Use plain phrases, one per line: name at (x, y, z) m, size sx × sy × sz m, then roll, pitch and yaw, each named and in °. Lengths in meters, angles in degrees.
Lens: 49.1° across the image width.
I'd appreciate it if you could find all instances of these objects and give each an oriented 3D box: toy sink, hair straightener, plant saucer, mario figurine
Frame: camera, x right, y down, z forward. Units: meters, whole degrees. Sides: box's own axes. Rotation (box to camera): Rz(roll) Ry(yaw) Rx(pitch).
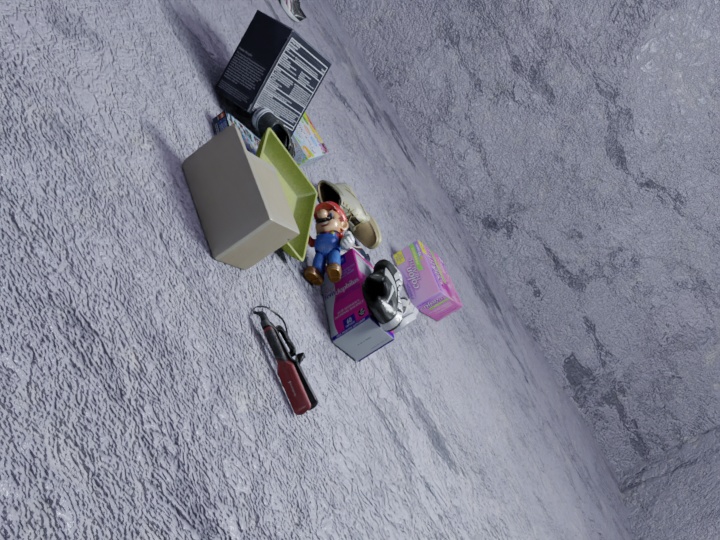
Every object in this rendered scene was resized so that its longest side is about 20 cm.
toy sink at (-0.211, -0.127, 1.392) m, size 0.112 × 0.129 × 0.203 m, roll 23°, pitch 39°, yaw -62°
hair straightener at (-0.128, 0.148, 1.351) m, size 0.202 × 0.041 × 0.077 m, roll 59°, pitch 17°, yaw 11°
plant saucer at (-0.169, -0.148, 1.596) m, size 0.200 × 0.047 × 0.203 m, roll 52°, pitch 34°, yaw -40°
mario figurine at (-0.080, -0.074, 1.686) m, size 0.121 × 0.107 × 0.203 m, roll 12°, pitch 50°, yaw -12°

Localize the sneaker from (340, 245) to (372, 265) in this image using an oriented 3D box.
sneaker at (0.000, 0.000, 1.863) m, size 0.200 × 0.077 × 0.080 m, roll 47°, pitch 27°, yaw -32°

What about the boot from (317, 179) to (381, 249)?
boot at (-0.030, -0.142, 2.018) m, size 0.202 × 0.072 × 0.154 m, roll 58°, pitch 16°, yaw 10°

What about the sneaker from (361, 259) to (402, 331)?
sneaker at (0.042, 0.029, 1.621) m, size 0.091 × 0.066 × 0.202 m, roll 49°, pitch 23°, yaw -31°

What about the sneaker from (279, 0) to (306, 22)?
sneaker at (-0.239, -0.940, 2.673) m, size 0.201 × 0.085 × 0.081 m, roll 50°, pitch 21°, yaw -30°

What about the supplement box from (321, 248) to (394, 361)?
supplement box at (-0.011, 0.071, 1.681) m, size 0.103 × 0.100 × 0.203 m, roll 41°, pitch 25°, yaw -41°

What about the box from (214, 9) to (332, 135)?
box at (-0.193, -0.440, 1.780) m, size 0.122 × 0.201 × 0.199 m, roll 35°, pitch 7°, yaw 24°

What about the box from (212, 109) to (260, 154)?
box at (-0.226, -0.230, 1.661) m, size 0.199 × 0.039 × 0.139 m, roll 35°, pitch 31°, yaw -54°

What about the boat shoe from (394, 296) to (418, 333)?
boat shoe at (0.105, 0.105, 2.006) m, size 0.066 × 0.071 × 0.200 m, roll 54°, pitch 17°, yaw 0°

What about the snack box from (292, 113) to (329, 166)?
snack box at (-0.157, -0.340, 2.005) m, size 0.144 × 0.052 × 0.200 m, roll 58°, pitch 18°, yaw -4°

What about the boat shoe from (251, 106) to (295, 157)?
boat shoe at (-0.185, -0.291, 1.768) m, size 0.057 × 0.069 × 0.200 m, roll 43°, pitch -4°, yaw 24°

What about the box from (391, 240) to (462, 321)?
box at (0.201, 0.033, 2.343) m, size 0.199 × 0.096 × 0.179 m, roll 29°, pitch 35°, yaw -58°
